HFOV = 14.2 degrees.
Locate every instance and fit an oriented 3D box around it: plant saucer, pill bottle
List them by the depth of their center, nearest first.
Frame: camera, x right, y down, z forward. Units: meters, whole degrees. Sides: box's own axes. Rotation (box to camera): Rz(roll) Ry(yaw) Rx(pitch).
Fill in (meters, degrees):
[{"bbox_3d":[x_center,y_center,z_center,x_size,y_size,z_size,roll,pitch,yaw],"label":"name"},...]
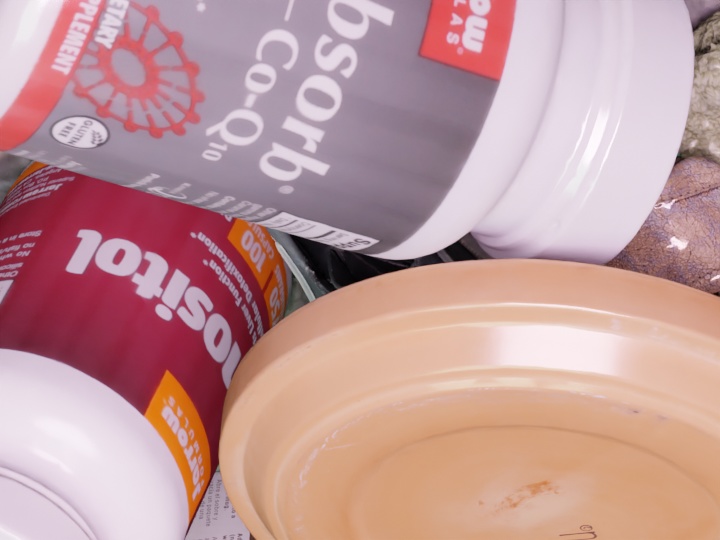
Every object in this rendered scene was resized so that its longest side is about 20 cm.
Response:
[{"bbox_3d":[-0.015,-0.069,0.809,0.200,0.116,0.116,15,134,-24],"label":"pill bottle"},{"bbox_3d":[0.055,0.067,0.880,0.200,0.032,0.200,5,145,3],"label":"plant saucer"},{"bbox_3d":[-0.101,0.049,0.996,0.113,0.200,0.113,9,130,11],"label":"pill bottle"}]

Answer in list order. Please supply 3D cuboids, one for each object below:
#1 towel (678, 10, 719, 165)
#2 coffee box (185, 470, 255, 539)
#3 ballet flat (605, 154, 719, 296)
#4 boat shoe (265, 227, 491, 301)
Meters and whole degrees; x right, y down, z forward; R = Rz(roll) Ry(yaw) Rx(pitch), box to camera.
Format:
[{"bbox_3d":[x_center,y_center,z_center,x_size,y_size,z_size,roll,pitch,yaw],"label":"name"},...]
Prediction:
[{"bbox_3d":[0.154,-0.026,0.960,0.148,0.036,0.200,44,127,-16],"label":"towel"},{"bbox_3d":[0.044,0.117,1.056,0.200,0.080,0.114,-11,152,26],"label":"coffee box"},{"bbox_3d":[0.066,0.052,0.950,0.067,0.068,0.200,45,115,17],"label":"ballet flat"},{"bbox_3d":[0.000,0.000,1.014,0.073,0.062,0.200,-15,121,28],"label":"boat shoe"}]
